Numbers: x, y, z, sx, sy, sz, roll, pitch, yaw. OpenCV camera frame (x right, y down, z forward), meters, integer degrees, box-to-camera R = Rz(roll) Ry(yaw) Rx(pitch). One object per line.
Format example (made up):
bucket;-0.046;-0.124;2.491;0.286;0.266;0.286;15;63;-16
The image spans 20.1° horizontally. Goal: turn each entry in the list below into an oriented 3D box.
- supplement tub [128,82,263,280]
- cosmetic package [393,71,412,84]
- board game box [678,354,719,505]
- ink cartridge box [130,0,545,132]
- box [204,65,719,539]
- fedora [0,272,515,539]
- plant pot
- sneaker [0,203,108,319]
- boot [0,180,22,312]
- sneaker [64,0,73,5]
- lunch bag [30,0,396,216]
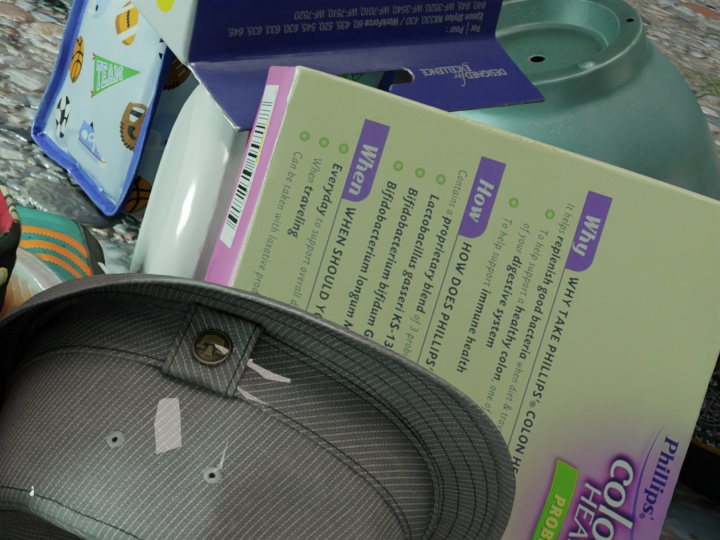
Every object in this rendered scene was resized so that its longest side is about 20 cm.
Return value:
supplement tub;0.000;0.000;0.945;0.199;0.141;0.140;16;21;-11
cosmetic package;0.009;-0.159;1.244;0.085;0.200;0.108;-2;74;-46
board game box;0.193;0.071;0.972;0.200;0.136;0.028;30;56;20
ink cartridge box;-0.029;-0.151;0.964;0.197;0.047;0.200;-10;47;-41
box;0.035;0.028;0.833;0.199;0.177;0.097;17;3;-10
fedora;-0.054;0.089;0.697;0.199;0.177;0.090;23;50;-1
plant pot;0.101;-0.072;1.113;0.199;0.135;0.201;-7;31;4
sneaker;-0.132;0.015;0.878;0.080;0.072;0.200;-3;30;-39
boot;-0.151;0.060;0.634;0.073;0.154;0.204;12;22;-22
sneaker;-0.145;-0.211;1.442;0.087;0.075;0.200;42;38;22
lunch bag;-0.064;-0.132;1.123;0.170;0.201;0.124;2;28;-43
